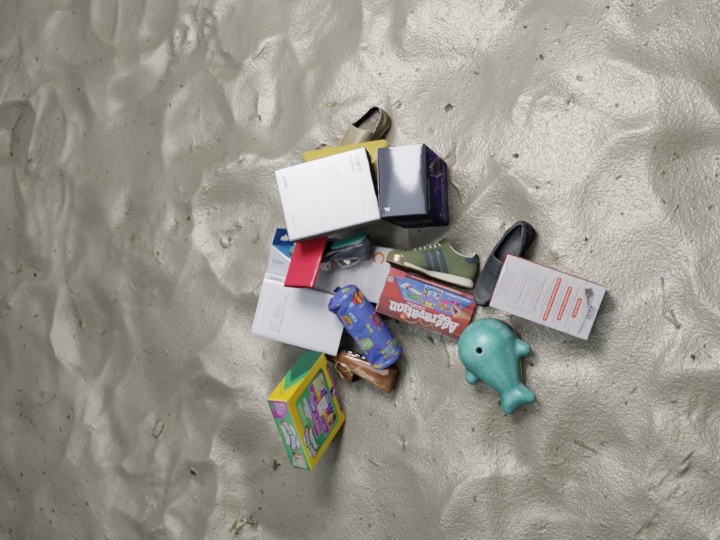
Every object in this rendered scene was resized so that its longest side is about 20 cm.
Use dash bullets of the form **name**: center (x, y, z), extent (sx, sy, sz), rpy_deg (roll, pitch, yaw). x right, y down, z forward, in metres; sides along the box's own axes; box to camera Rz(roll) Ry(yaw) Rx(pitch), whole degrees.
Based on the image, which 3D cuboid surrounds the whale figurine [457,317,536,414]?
- **whale figurine**: center (0.277, 0.194, 1.505), extent (0.159, 0.104, 0.201), rpy_deg (-32, 73, 24)

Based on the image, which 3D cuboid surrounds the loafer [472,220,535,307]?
- **loafer**: center (0.291, -0.015, 1.525), extent (0.068, 0.070, 0.201), rpy_deg (36, 103, 27)

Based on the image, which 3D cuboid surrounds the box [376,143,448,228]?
- **box**: center (0.114, -0.173, 1.554), extent (0.104, 0.200, 0.149), rpy_deg (-3, 87, 19)

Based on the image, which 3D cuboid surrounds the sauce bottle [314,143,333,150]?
- **sauce bottle**: center (-0.023, -0.236, 1.718), extent (0.200, 0.065, 0.065), rpy_deg (28, 101, 28)

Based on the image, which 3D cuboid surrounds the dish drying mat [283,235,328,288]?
- **dish drying mat**: center (-0.108, -0.054, 1.598), extent (0.077, 0.018, 0.201), rpy_deg (2, 65, 27)

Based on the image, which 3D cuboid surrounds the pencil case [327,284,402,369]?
- **pencil case**: center (0.006, 0.123, 1.603), extent (0.087, 0.078, 0.200), rpy_deg (-30, 105, 25)

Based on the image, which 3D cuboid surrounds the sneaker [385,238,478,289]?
- **sneaker**: center (0.159, -0.029, 1.574), extent (0.199, 0.067, 0.090), rpy_deg (18, 84, -4)

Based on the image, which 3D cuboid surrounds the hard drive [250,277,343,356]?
- **hard drive**: center (-0.135, 0.104, 1.657), extent (0.199, 0.025, 0.133), rpy_deg (14, 94, 0)

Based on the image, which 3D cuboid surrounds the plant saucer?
- **plant saucer**: center (-0.018, -0.177, 1.636), extent (0.199, 0.049, 0.201), rpy_deg (-7, 122, 13)

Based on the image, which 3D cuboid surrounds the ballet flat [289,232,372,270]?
- **ballet flat**: center (-0.063, -0.034, 1.620), extent (0.199, 0.073, 0.073), rpy_deg (-9, 83, 23)

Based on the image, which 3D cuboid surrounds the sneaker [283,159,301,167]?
- **sneaker**: center (-0.143, -0.170, 1.787), extent (0.080, 0.076, 0.201), rpy_deg (-37, 66, 35)

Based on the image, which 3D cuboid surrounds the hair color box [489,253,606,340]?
- **hair color box**: center (0.367, 0.050, 1.450), extent (0.199, 0.064, 0.111), rpy_deg (20, 98, 9)

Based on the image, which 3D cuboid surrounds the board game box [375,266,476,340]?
- **board game box**: center (0.142, 0.072, 1.579), extent (0.199, 0.019, 0.103), rpy_deg (19, 99, -3)

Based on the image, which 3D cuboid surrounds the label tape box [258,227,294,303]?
- **label tape box**: center (-0.170, 0.005, 1.739), extent (0.066, 0.143, 0.201), rpy_deg (16, 95, 15)

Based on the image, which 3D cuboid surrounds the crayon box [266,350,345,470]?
- **crayon box**: center (-0.117, 0.311, 1.636), extent (0.058, 0.173, 0.201), rpy_deg (2, 122, 29)

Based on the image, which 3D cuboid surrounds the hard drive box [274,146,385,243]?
- **hard drive box**: center (-0.064, -0.156, 1.543), extent (0.199, 0.077, 0.157), rpy_deg (-13, 87, 8)

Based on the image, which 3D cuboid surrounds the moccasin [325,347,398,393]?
- **moccasin**: center (-0.011, 0.229, 1.690), extent (0.201, 0.074, 0.078), rpy_deg (18, 88, 19)

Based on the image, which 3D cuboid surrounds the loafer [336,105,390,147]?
- **loafer**: center (-0.009, -0.298, 1.671), extent (0.076, 0.067, 0.200), rpy_deg (27, 74, 25)

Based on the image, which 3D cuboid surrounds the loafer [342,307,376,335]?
- **loafer**: center (-0.039, 0.115, 1.712), extent (0.199, 0.075, 0.070), rpy_deg (-1, 82, 20)

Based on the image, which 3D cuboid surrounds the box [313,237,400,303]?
- **box**: center (0.000, 0.000, 1.675), extent (0.199, 0.097, 0.125), rpy_deg (11, 93, 30)
